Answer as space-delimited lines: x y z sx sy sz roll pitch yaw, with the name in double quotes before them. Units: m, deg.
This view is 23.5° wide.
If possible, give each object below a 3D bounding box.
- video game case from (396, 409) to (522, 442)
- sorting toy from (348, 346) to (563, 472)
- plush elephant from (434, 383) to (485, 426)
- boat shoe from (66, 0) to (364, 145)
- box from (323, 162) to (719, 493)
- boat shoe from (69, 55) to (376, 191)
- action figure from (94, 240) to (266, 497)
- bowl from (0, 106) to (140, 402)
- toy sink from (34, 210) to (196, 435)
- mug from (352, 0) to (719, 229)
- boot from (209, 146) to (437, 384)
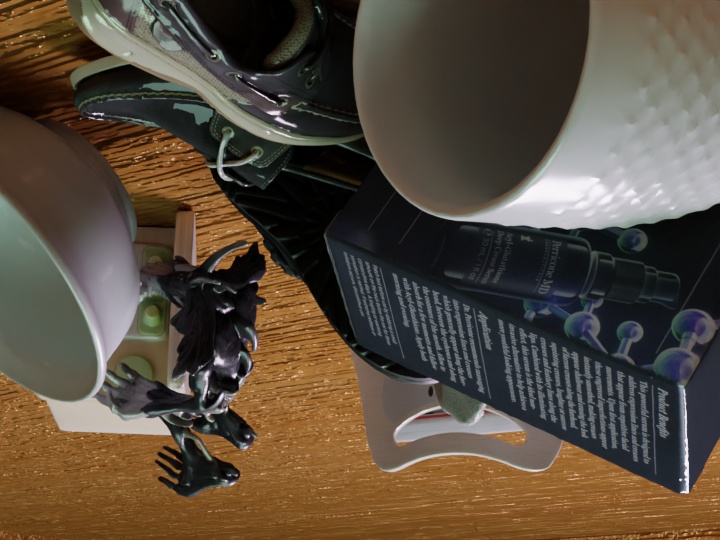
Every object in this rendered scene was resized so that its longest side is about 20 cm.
"video game case" 0.120 0.061 1.305 0.142 0.018 0.200 -9 -154 32
"sorting toy" 0.074 0.053 1.197 0.198 0.181 0.107 -2 156 12
"plush elephant" 0.117 0.013 1.074 0.198 0.155 0.166 14 127 2
"boat shoe" -0.046 -0.112 0.828 0.199 0.073 0.065 22 159 -40
"box" 0.108 -0.008 0.872 0.199 0.149 0.107 23 153 25
"boat shoe" -0.061 -0.081 0.951 0.198 0.068 0.072 7 166 -16
"action figure" -0.111 0.053 1.085 0.101 0.119 0.201 14 138 10
"bowl" -0.198 -0.026 1.035 0.200 0.090 0.202 31 145 25
"toy sink" -0.180 0.041 1.285 0.111 0.131 0.200 3 166 -5
"mug" 0.121 -0.108 0.734 0.174 0.148 0.200 3 137 -39
"boot" 0.002 -0.002 1.058 0.079 0.211 0.158 -39 159 -3
